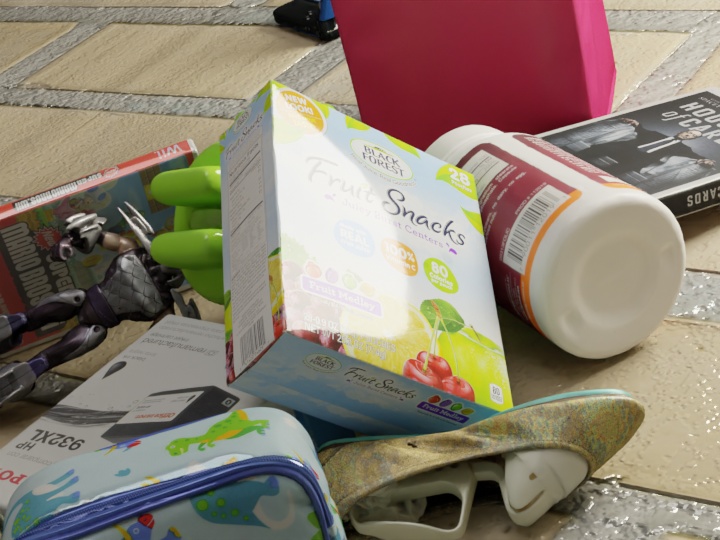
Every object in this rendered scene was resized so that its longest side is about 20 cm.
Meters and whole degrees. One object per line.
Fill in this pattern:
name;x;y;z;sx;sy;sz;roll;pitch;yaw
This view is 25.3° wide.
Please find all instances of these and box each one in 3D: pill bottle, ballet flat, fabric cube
pill bottle;0.119;-0.027;1.093;0.114;0.114;0.200;-24;29;-16
ballet flat;0.068;0.119;0.917;0.199;0.071;0.071;-11;28;7
fabric cube;0.100;-0.205;1.336;0.196;0.200;0.200;-8;29;16

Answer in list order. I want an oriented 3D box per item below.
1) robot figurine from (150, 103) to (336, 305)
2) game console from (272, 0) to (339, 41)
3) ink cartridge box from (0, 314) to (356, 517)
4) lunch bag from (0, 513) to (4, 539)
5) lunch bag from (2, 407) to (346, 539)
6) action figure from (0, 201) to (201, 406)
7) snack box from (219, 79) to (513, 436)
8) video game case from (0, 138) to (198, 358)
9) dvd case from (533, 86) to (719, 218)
robot figurine;-0.050;-0.031;1.130;0.200;0.176;0.116;3;-6;-42
game console;0.013;-0.338;1.708;0.200;0.119;0.171;-28;31;-23
ink cartridge box;-0.122;0.120;0.977;0.145;0.084;0.200;9;37;38
lunch bag;-0.297;0.191;0.879;0.200;0.140;0.168;-36;32;-28
lunch bag;-0.074;0.174;0.732;0.160;0.201;0.082;-15;21;-3
action figure;-0.198;0.034;1.154;0.200;0.130;0.069;-29;-9;2
snack box;0.000;0.000;0.984;0.068;0.168;0.200;-44;38;35
video game case;-0.206;-0.013;1.206;0.199;0.143;0.017;-21;51;-10
dvd case;0.233;-0.086;1.204;0.199;0.025;0.150;-18;30;-21
